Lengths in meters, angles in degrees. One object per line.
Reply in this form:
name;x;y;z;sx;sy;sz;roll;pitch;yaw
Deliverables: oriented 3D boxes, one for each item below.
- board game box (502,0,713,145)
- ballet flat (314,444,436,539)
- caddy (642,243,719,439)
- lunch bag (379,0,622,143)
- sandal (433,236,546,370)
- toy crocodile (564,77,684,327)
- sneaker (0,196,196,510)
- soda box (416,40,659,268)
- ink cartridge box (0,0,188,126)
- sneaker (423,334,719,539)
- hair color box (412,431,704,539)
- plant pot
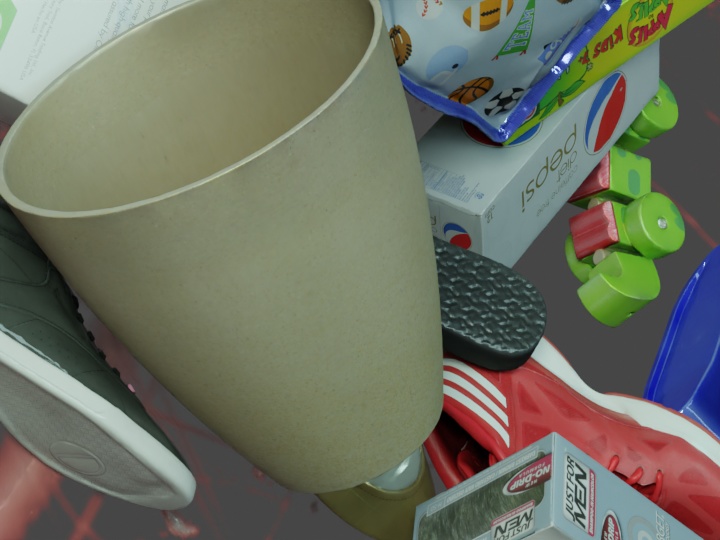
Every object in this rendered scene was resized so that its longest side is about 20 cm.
board game box;0.117;-0.159;1.348;0.200;0.048;0.102;-35;53;-26
ballet flat;-0.018;0.070;1.221;0.200;0.063;0.069;41;46;-21
caddy;0.256;0.055;1.428;0.105;0.141;0.200;40;48;-17
lunch bag;0.013;-0.173;1.196;0.170;0.124;0.200;46;16;30
sandal;0.000;0.001;1.263;0.200;0.048;0.075;29;51;-1
toy crocodile;0.149;-0.058;1.433;0.062;0.067;0.201;19;59;-36
sneaker;-0.141;0.024;1.123;0.200;0.071;0.099;40;53;-17
soda box;0.096;-0.079;1.355;0.200;0.064;0.068;-48;148;-33
ink cartridge box;-0.125;-0.116;1.184;0.200;0.067;0.117;28;76;-30
sneaker;0.113;0.113;1.270;0.200;0.078;0.116;30;40;2
hair color box;0.129;0.171;1.217;0.200;0.099;0.061;36;40;-29
plant pot;-0.040;-0.001;1.098;0.187;0.187;0.200;-55;130;-42
